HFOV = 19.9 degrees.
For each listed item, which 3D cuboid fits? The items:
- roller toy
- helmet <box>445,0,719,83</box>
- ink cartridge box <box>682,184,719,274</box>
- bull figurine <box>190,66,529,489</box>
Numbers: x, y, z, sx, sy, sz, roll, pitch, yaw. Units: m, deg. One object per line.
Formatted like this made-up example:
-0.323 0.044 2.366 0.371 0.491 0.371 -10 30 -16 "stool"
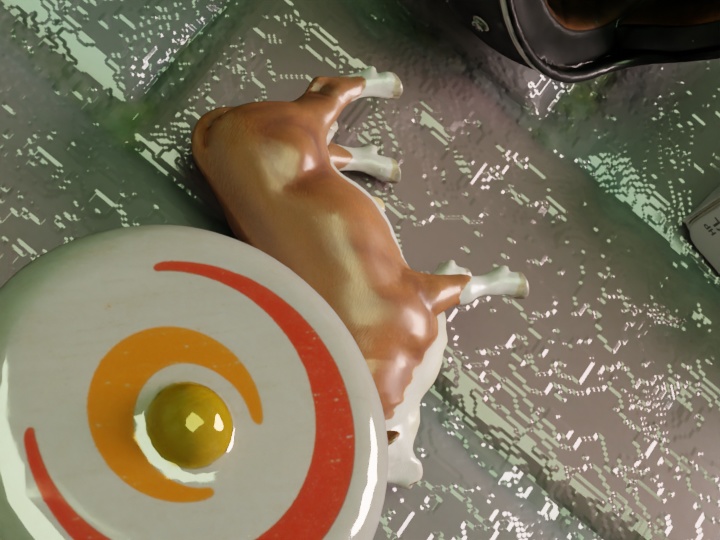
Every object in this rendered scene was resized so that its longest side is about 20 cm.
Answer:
-0.090 0.078 0.847 0.200 0.140 0.183 38 59 -5 "roller toy"
0.124 -0.195 1.022 0.190 0.200 0.200 -7 66 20 "helmet"
0.293 -0.040 1.094 0.145 0.084 0.200 48 60 0 "ink cartridge box"
0.000 0.000 0.963 0.121 0.065 0.200 -26 84 -33 "bull figurine"
